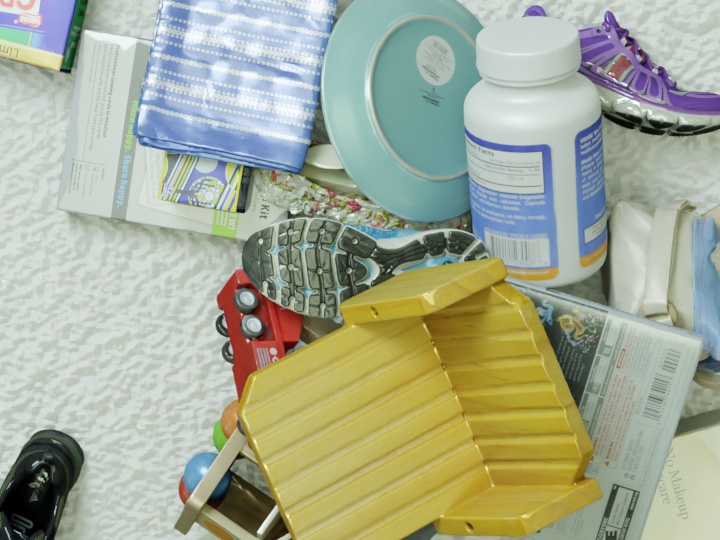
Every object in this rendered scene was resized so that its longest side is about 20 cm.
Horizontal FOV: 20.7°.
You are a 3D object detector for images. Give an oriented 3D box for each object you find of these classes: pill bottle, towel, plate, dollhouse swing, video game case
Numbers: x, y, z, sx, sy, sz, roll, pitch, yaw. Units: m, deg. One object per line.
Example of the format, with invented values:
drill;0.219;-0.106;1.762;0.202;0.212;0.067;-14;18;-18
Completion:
pill bottle;0.140;-0.096;1.590;0.111;0.112;0.202;-5;116;3
towel;-0.097;-0.186;1.583;0.143;0.024;0.202;11;91;0
plate;0.054;-0.140;1.619;0.199;0.025;0.202;5;82;-35
dollhouse swing;0.039;0.122;1.488;0.175;0.181;0.201;-29;101;-32
video game case;0.160;0.121;1.585;0.180;0.023;0.202;16;103;2

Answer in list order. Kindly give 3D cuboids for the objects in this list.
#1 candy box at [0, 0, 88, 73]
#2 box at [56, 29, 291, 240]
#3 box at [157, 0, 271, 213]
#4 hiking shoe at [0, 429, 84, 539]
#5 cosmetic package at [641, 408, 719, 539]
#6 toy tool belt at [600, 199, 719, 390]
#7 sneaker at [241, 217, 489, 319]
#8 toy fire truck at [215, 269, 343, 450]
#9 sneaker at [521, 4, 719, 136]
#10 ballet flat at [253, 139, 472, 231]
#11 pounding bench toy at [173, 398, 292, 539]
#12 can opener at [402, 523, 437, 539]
candy box;-0.303;-0.283;1.660;0.168;0.077;0.202;14;96;1
box;-0.149;-0.112;1.683;0.198;0.041;0.157;10;94;1
box;-0.115;-0.151;1.628;0.069;0.064;0.202;10;91;2
hiking shoe;-0.301;0.234;1.684;0.075;0.101;0.202;19;95;2
cosmetic package;0.254;0.188;1.670;0.198;0.073;0.104;-17;93;5
toy tool belt;0.268;0.039;1.630;0.122;0.125;0.202;-3;78;0
sneaker;0.000;0.000;1.598;0.198;0.090;0.079;5;91;-13
toy fire truck;-0.043;0.051;1.612;0.140;0.049;0.201;1;59;-28
sneaker;0.218;-0.168;1.646;0.198;0.081;0.084;21;89;2
ballet flat;0.010;-0.070;1.639;0.198;0.064;0.076;7;55;-15
pounding bench toy;-0.047;0.157;1.653;0.155;0.124;0.201;34;70;1
can opener;0.069;0.206;1.640;0.200;0.053;0.067;-36;77;-32
